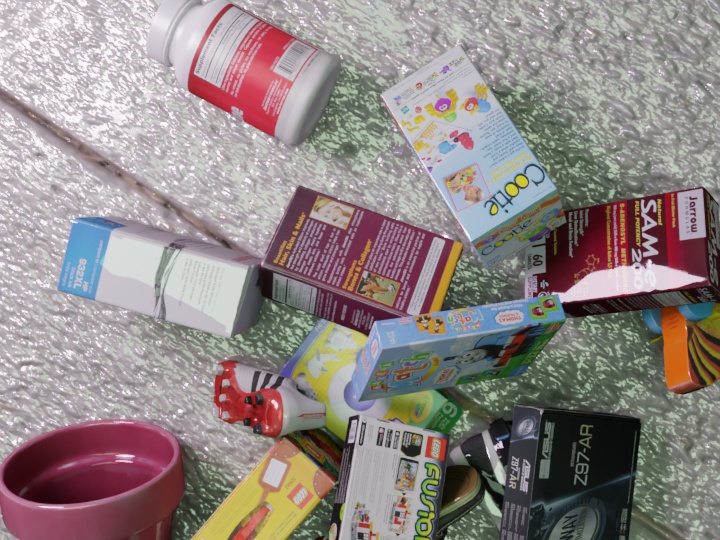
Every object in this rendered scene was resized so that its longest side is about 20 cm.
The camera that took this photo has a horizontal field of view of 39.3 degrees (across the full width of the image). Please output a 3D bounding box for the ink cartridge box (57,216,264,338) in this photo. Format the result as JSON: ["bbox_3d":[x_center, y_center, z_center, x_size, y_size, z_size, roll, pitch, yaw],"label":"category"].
[{"bbox_3d":[-0.212,0.005,1.129,0.199,0.145,0.084,16,94,4],"label":"ink cartridge box"}]

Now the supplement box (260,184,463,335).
[{"bbox_3d":[0.000,0.000,1.121,0.199,0.086,0.111,20,63,4],"label":"supplement box"}]

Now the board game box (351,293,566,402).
[{"bbox_3d":[0.100,0.084,1.075,0.199,0.151,0.037,-7,64,-14],"label":"board game box"}]

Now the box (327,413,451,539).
[{"bbox_3d":[0.026,0.260,1.051,0.110,0.035,0.201,16,74,-18],"label":"box"}]

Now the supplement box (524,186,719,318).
[{"bbox_3d":[0.276,-0.014,1.072,0.199,0.061,0.109,-10,68,32],"label":"supplement box"}]

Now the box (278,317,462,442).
[{"bbox_3d":[0.010,0.146,1.165,0.200,0.048,0.117,37,95,1],"label":"box"}]

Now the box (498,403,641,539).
[{"bbox_3d":[0.227,0.252,1.097,0.160,0.043,0.201,11,84,-34],"label":"box"}]

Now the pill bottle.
[{"bbox_3d":[-0.133,-0.231,1.130,0.200,0.112,0.113,28,94,4],"label":"pill bottle"}]

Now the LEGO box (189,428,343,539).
[{"bbox_3d":[-0.111,0.268,1.128,0.077,0.149,0.200,42,95,2],"label":"LEGO box"}]

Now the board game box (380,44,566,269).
[{"bbox_3d":[0.122,-0.120,1.084,0.105,0.103,0.200,-31,67,6],"label":"board game box"}]

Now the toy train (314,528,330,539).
[{"bbox_3d":[-0.008,0.352,1.123,0.115,0.085,0.200,26,129,-8],"label":"toy train"}]

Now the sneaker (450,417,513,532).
[{"bbox_3d":[0.201,0.258,1.138,0.112,0.073,0.200,-36,87,7],"label":"sneaker"}]

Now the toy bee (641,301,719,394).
[{"bbox_3d":[0.370,0.033,1.097,0.108,0.131,0.201,4,89,-27],"label":"toy bee"}]

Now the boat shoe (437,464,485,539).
[{"bbox_3d":[0.068,0.285,1.143,0.200,0.073,0.065,-34,110,31],"label":"boat shoe"}]

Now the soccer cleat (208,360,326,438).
[{"bbox_3d":[-0.108,0.143,1.120,0.085,0.200,0.069,5,92,-28],"label":"soccer cleat"}]

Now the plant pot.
[{"bbox_3d":[-0.294,0.291,1.134,0.199,0.200,0.180,0,107,5],"label":"plant pot"}]
